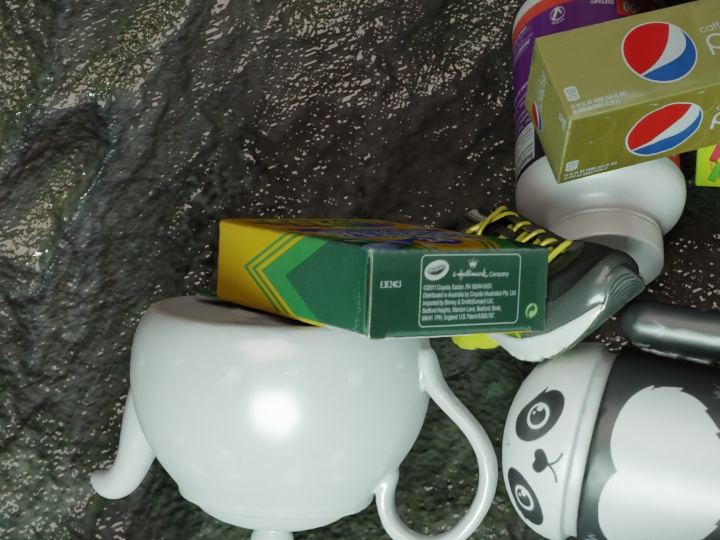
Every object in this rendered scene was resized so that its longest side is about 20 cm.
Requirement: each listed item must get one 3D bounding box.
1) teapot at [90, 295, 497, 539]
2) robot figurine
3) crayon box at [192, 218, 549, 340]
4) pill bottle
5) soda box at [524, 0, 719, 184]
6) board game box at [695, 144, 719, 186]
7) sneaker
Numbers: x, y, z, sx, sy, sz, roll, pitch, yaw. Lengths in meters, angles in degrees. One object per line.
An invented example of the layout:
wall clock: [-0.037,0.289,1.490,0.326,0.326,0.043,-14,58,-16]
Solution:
teapot: [-0.045,0.096,0.936,0.195,0.200,0.148,0,95,-24]
robot figurine: [0.180,0.113,0.896,0.197,0.125,0.151,12,58,16]
crayon box: [0.000,0.000,0.915,0.199,0.124,0.052,10,99,55]
pill bottle: [0.157,-0.090,1.026,0.111,0.113,0.202,-3,59,8]
soda box: [0.204,-0.118,0.938,0.197,0.068,0.065,-15,60,-9]
board game box: [0.282,-0.139,1.043,0.100,0.048,0.201,4,46,12]
sneaker: [0.092,0.002,0.936,0.074,0.199,0.085,-35,101,-24]
